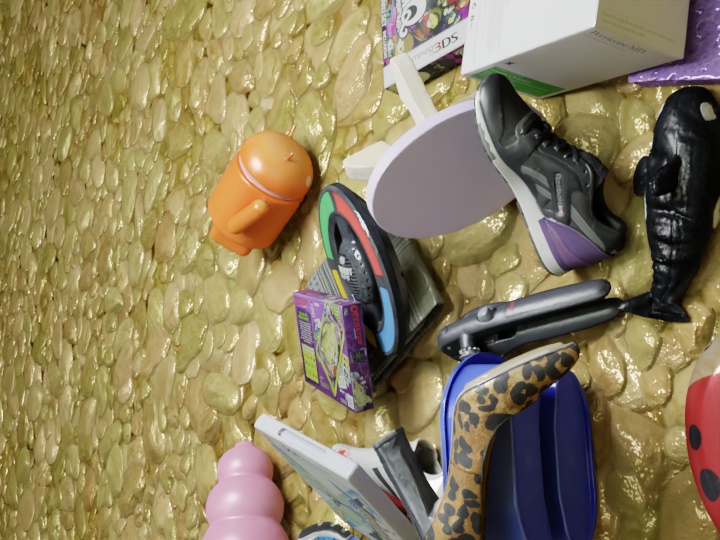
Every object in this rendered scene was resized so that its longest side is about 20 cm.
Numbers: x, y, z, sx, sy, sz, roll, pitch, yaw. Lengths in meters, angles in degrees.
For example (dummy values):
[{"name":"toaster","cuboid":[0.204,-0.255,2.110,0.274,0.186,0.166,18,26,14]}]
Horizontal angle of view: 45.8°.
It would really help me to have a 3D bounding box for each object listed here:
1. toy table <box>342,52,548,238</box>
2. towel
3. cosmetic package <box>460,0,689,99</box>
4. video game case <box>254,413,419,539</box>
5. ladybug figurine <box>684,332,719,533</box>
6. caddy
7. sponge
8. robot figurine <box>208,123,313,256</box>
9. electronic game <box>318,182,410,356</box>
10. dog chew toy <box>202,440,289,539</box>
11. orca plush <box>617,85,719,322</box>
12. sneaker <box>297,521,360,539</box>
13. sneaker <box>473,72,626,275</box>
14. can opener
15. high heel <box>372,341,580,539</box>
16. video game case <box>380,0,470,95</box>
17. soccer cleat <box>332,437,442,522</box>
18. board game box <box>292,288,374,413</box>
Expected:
[{"name":"toy table","cuboid":[0.084,-0.125,0.892,0.118,0.197,0.186,-123,20,-53]},{"name":"towel","cuboid":[0.016,0.031,1.054,0.193,0.034,0.202,-49,46,31]},{"name":"cosmetic package","cuboid":[0.191,-0.226,0.784,0.199,0.106,0.087,3,84,65]},{"name":"video game case","cuboid":[-0.011,0.246,0.927,0.022,0.201,0.181,-49,33,-20]},{"name":"ladybug figurine","cuboid":[0.301,0.134,0.630,0.135,0.071,0.204,-29,61,45]},{"name":"caddy","cuboid":[0.136,0.174,0.779,0.104,0.140,0.204,-16,70,45]},{"name":"sponge","cuboid":[0.301,-0.262,0.742,0.111,0.029,0.204,10,92,53]},{"name":"robot figurine","cuboid":[-0.141,-0.111,1.207,0.117,0.143,0.201,50,124,18]},{"name":"electronic game","cuboid":[0.000,0.000,0.951,0.202,0.041,0.201,90,154,-52]},{"name":"dog chew toy","cuboid":[-0.155,0.330,1.142,0.124,0.123,0.203,-35,50,43]},{"name":"orca plush","cuboid":[0.255,-0.061,0.727,0.105,0.070,0.203,32,108,50]},{"name":"sneaker","cuboid":[0.007,0.368,0.978,0.199,0.074,0.088,21,126,48]},{"name":"sneaker","cuboid":[0.181,-0.099,0.785,0.087,0.076,0.202,-20,106,40]},{"name":"can opener","cuboid":[0.157,0.047,0.828,0.198,0.063,0.080,-23,45,43]},{"name":"high heel","cuboid":[0.117,0.156,0.676,0.199,0.071,0.144,-36,76,23]},{"name":"video game case","cuboid":[0.093,-0.336,1.016,0.180,0.035,0.204,-17,70,48]},{"name":"soccer cleat","cuboid":[0.042,0.221,0.955,0.199,0.068,0.086,18,86,51]},{"name":"board game box","cuboid":[-0.036,0.090,1.025,0.200,0.032,0.122,-169,67,-70]}]
